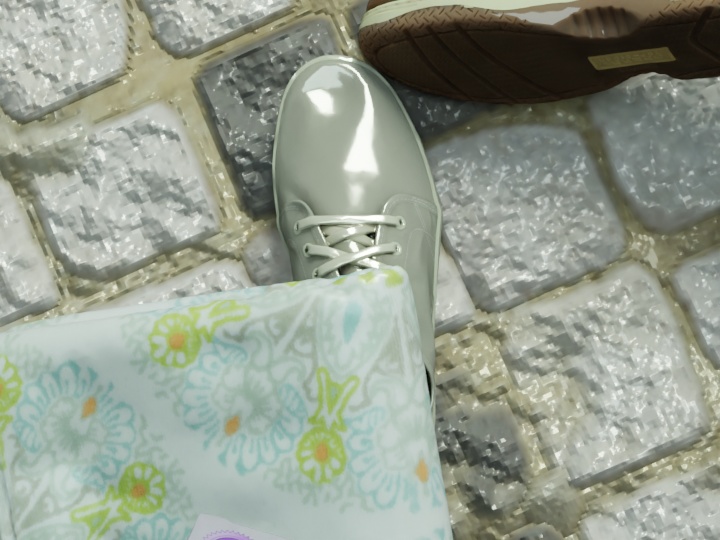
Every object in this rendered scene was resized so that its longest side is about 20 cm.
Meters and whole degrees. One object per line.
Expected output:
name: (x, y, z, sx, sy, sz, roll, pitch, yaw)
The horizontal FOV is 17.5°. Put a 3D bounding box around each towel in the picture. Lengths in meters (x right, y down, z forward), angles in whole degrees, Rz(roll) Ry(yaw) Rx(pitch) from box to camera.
towel: (-0.062, 0.097, 0.976, 0.198, 0.048, 0.173, -9, 97, 15)

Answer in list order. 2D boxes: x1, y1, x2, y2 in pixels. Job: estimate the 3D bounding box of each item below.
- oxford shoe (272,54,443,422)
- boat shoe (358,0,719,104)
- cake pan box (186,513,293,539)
oxford shoe: (0.000, 0.000, 1.022, 0.075, 0.058, 0.202, -6, 78, 5)
boat shoe: (0.098, -0.122, 1.020, 0.201, 0.075, 0.075, 0, 61, 23)
cake pan box: (0.003, 0.203, 0.936, 0.199, 0.052, 0.185, 16, 120, 5)
